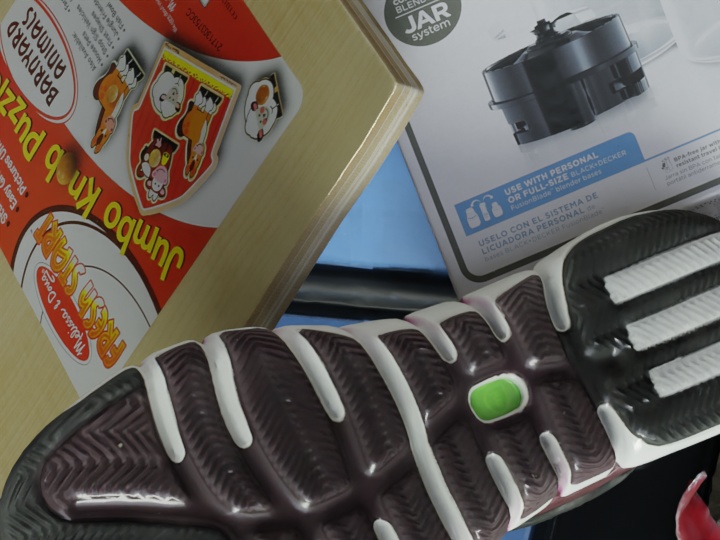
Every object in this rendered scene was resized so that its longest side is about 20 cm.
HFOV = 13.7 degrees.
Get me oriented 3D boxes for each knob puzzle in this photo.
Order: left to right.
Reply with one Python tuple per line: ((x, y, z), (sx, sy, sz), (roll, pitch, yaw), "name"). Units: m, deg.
((-0.069, -0.022, 0.816), (0.030, 0.220, 0.220), (14, 116, -41), "knob puzzle")

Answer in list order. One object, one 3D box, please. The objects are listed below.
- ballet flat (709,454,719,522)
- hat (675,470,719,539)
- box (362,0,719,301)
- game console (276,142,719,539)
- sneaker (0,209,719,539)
((0.106, 0.032, 0.892), (0.072, 0.072, 0.200), (35, 106, -14), "ballet flat")
((0.132, 0.183, 0.782), (0.166, 0.176, 0.200), (-48, 64, 19), "hat")
((0.044, -0.101, 0.786), (0.116, 0.060, 0.200), (-21, 81, 9), "box")
((0.000, 0.000, 0.830), (0.200, 0.173, 0.119), (5, 140, 16), "game console")
((0.004, 0.053, 0.742), (0.200, 0.116, 0.076), (-16, 76, -17), "sneaker")
